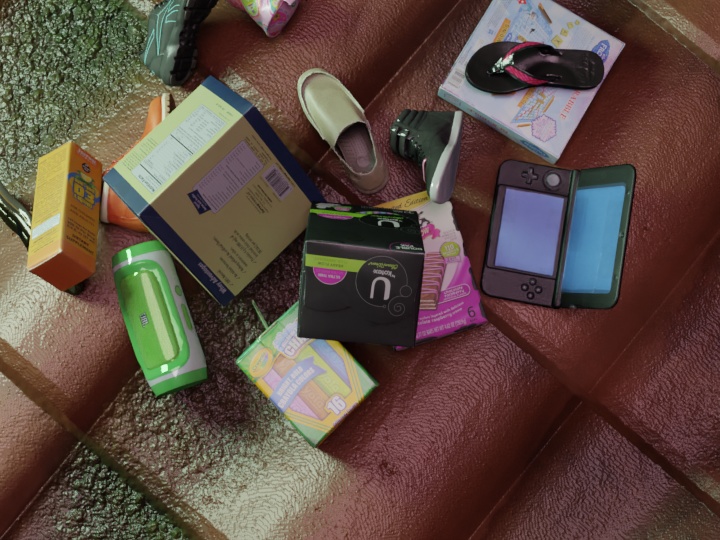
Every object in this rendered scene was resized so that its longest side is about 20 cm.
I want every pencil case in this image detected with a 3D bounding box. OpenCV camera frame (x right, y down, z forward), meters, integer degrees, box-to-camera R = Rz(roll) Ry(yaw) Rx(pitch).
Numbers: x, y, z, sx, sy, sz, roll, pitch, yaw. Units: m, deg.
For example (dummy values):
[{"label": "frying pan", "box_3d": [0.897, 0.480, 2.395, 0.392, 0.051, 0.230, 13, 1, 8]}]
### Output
[{"label": "pencil case", "box_3d": [-0.176, -0.422, 1.528, 0.200, 0.087, 0.088, 38, 83, 5]}]

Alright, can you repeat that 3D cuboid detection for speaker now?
[{"label": "speaker", "box_3d": [-0.275, 0.066, 1.464, 0.088, 0.088, 0.201, -19, 84, -4]}]

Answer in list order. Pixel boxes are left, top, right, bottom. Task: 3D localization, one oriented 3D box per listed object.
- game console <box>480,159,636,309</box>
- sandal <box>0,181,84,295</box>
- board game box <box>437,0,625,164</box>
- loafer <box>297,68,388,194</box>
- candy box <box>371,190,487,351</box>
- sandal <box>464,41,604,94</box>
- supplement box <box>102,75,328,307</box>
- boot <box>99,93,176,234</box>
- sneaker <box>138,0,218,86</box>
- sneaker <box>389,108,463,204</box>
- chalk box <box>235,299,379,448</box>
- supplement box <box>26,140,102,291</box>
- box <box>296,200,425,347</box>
[{"label": "game console", "box_3d": [0.269, -0.055, 1.477, 0.174, 0.116, 0.202, 10, 82, 0]}, {"label": "sandal", "box_3d": [-0.444, -0.053, 1.490, 0.054, 0.082, 0.200, -37, 77, -27]}, {"label": "board game box", "box_3d": [0.246, -0.289, 1.543, 0.199, 0.041, 0.201, 32, 83, 3]}, {"label": "loafer", "box_3d": [-0.021, -0.204, 1.512, 0.075, 0.068, 0.201, -33, 85, -5]}, {"label": "candy box", "box_3d": [0.083, -0.002, 1.493, 0.135, 0.061, 0.202, -17, 83, -3]}, {"label": "sandal", "box_3d": [0.246, -0.289, 1.499, 0.198, 0.045, 0.076, -1, 83, -2]}, {"label": "supplement box", "box_3d": [-0.189, -0.104, 1.414, 0.200, 0.134, 0.200, -44, 131, -6]}, {"label": "boot", "box_3d": [-0.310, -0.154, 1.500, 0.106, 0.075, 0.202, 7, 84, 4]}, {"label": "sneaker", "box_3d": [-0.257, -0.361, 1.497, 0.079, 0.075, 0.201, 34, 113, 19]}, {"label": "sneaker", "box_3d": [0.084, -0.158, 1.475, 0.098, 0.071, 0.201, 5, 39, 9]}, {"label": "chalk box", "box_3d": [-0.086, 0.125, 1.442, 0.124, 0.124, 0.200, -44, 85, -6]}, {"label": "supplement box", "box_3d": [-0.395, -0.076, 1.436, 0.068, 0.066, 0.201, -28, 49, 22]}, {"label": "box", "box_3d": [0.000, 0.000, 1.344, 0.147, 0.200, 0.125, 5, 108, -1]}]
